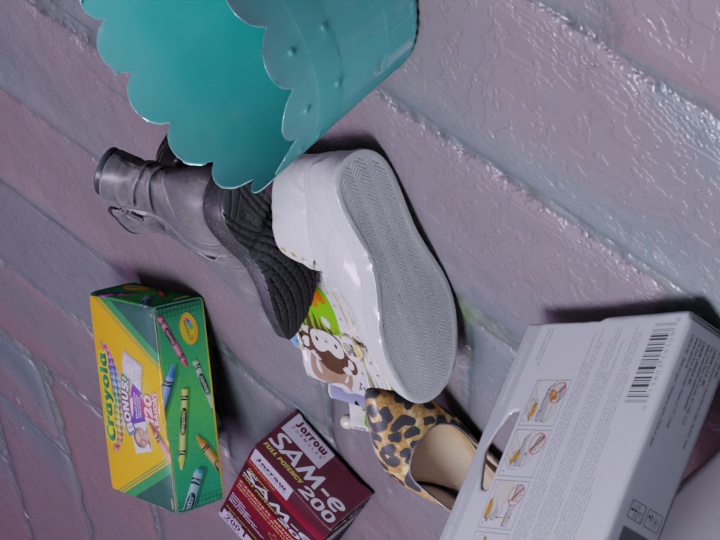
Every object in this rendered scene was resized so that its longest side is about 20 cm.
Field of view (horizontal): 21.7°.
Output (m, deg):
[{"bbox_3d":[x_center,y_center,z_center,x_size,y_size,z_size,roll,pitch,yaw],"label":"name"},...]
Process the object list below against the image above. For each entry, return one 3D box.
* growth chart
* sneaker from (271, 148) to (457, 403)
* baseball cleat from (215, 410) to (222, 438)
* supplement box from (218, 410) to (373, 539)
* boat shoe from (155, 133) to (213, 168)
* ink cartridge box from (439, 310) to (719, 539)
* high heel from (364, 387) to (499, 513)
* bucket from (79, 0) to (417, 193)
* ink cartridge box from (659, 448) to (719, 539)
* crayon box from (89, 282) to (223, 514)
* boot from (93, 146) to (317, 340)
[{"bbox_3d":[-0.024,0.059,1.567,0.145,0.018,0.200,-4,119,58],"label":"growth chart"},{"bbox_3d":[0.000,0.000,1.405,0.115,0.074,0.201,8,121,56],"label":"sneaker"},{"bbox_3d":[-0.199,0.166,1.917,0.106,0.070,0.200,45,152,10],"label":"baseball cleat"},{"bbox_3d":[-0.065,0.223,1.790,0.109,0.061,0.200,46,152,10],"label":"supplement box"},{"bbox_3d":[-0.125,-0.091,1.483,0.072,0.068,0.200,55,155,-11],"label":"boat shoe"},{"bbox_3d":[0.137,0.126,1.205,0.043,0.200,0.173,32,161,-23],"label":"ink cartridge box"},{"bbox_3d":[0.091,0.163,1.448,0.200,0.071,0.142,48,165,-32],"label":"high heel"},{"bbox_3d":[-0.071,-0.170,1.221,0.207,0.135,0.208,36,149,26],"label":"bucket"},{"bbox_3d":[0.222,0.237,1.264,0.145,0.147,0.200,46,153,9],"label":"ink cartridge box"},{"bbox_3d":[-0.194,0.119,1.784,0.119,0.058,0.201,10,109,51],"label":"crayon box"},{"bbox_3d":[-0.118,-0.027,1.459,0.131,0.070,0.200,12,148,28],"label":"boot"}]
